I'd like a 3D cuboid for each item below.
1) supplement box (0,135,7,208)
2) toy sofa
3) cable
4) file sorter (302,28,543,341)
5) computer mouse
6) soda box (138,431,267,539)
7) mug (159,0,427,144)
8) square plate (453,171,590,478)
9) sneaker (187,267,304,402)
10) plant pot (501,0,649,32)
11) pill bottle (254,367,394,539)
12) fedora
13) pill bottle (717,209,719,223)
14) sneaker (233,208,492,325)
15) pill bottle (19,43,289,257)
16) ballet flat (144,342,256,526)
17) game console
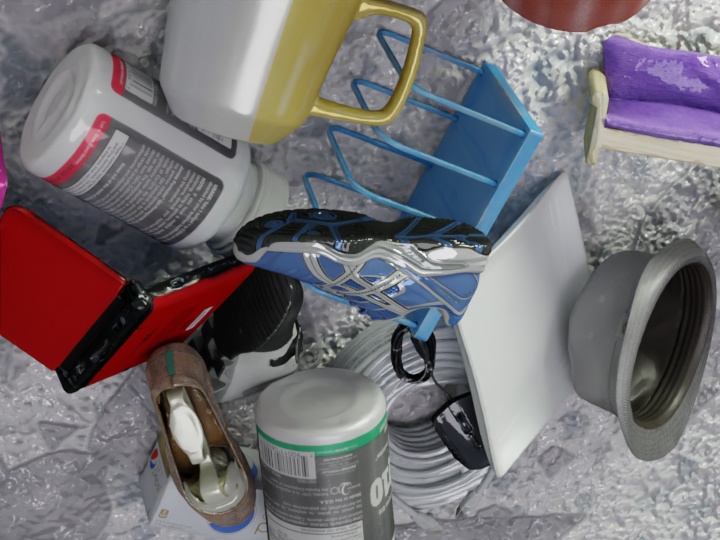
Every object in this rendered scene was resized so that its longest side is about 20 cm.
[{"bbox_3d":[-0.351,-0.016,1.338,0.101,0.103,0.201,12,115,-22],"label":"supplement box"},{"bbox_3d":[0.288,-0.131,1.434,0.199,0.083,0.098,10,113,3],"label":"toy sofa"},{"bbox_3d":[0.060,0.126,1.570,0.200,0.069,0.200,30,107,-30],"label":"cable"},{"bbox_3d":[0.033,-0.075,1.400,0.122,0.139,0.201,19,113,-22],"label":"file sorter"},{"bbox_3d":[0.078,0.113,1.492,0.058,0.034,0.200,-32,131,5],"label":"computer mouse"},{"bbox_3d":[-0.097,0.208,1.570,0.199,0.068,0.064,15,115,-24],"label":"soda box"},{"bbox_3d":[-0.065,-0.172,1.266,0.149,0.186,0.154,-5,116,-61],"label":"mug"},{"bbox_3d":[0.144,0.045,1.507,0.200,0.028,0.199,-45,130,-39],"label":"square plate"},{"bbox_3d":[-0.080,0.050,1.457,0.088,0.074,0.200,-4,155,-30],"label":"sneaker"},{"bbox_3d":[0.167,-0.289,1.257,0.200,0.202,0.195,-15,157,-8],"label":"plant pot"},{"bbox_3d":[-0.028,0.196,1.482,0.112,0.113,0.201,-10,118,-11],"label":"pill bottle"},{"bbox_3d":[0.246,0.063,1.549,0.177,0.090,0.201,-3,106,-54],"label":"fedora"},{"bbox_3d":[0.422,-0.089,1.523,0.114,0.114,0.200,30,108,-30],"label":"pill bottle"},{"bbox_3d":[0.000,0.000,1.313,0.199,0.076,0.077,7,112,-9],"label":"sneaker"},{"bbox_3d":[-0.157,-0.084,1.349,0.200,0.111,0.111,29,108,-29],"label":"pill bottle"},{"bbox_3d":[-0.136,0.155,1.449,0.068,0.067,0.201,-21,121,0],"label":"ballet flat"},{"bbox_3d":[-0.207,0.009,1.383,0.172,0.119,0.200,-23,170,-33],"label":"game console"}]
